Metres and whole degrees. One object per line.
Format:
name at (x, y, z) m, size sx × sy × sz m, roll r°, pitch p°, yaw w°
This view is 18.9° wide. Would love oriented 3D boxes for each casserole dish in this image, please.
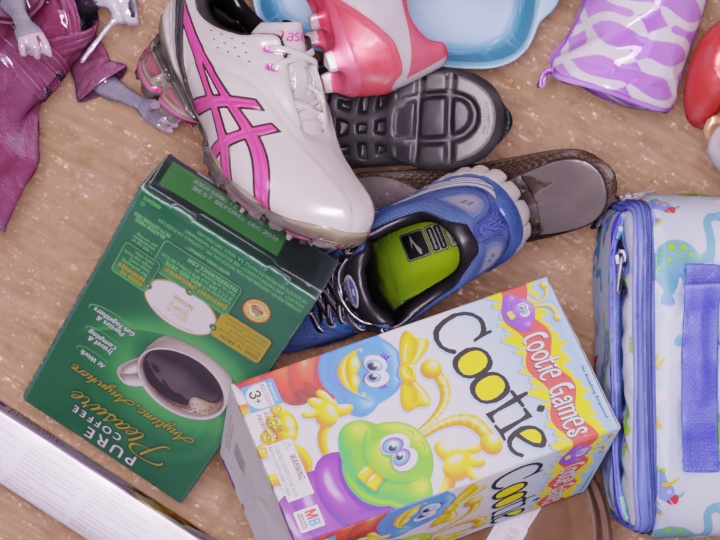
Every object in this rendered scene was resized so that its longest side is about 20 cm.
casserole dish at (0.024, -0.188, 1.325) m, size 0.198 × 0.039 × 0.122 m, roll 6°, pitch 93°, yaw 0°

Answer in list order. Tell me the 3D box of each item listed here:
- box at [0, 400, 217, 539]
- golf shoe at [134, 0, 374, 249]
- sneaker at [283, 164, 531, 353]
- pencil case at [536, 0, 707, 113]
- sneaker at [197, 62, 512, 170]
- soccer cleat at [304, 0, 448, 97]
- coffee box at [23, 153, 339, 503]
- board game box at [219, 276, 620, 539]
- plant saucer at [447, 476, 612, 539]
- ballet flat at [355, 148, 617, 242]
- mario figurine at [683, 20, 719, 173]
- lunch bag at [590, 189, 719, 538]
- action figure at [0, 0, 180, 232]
box at (-0.164, 0.142, 1.335) m, size 0.199 × 0.039 × 0.042 m, roll 32°, pitch 90°, yaw -2°
golf shoe at (-0.054, -0.095, 1.231) m, size 0.200 × 0.072 × 0.092 m, roll 48°, pitch 123°, yaw 29°
sneaker at (0.000, 0.000, 1.271) m, size 0.199 × 0.089 × 0.079 m, roll -26°, pitch 94°, yaw 32°
pencil case at (0.176, -0.195, 1.303) m, size 0.085 × 0.084 × 0.201 m, roll 17°, pitch 93°, yaw -3°
sneaker at (-0.003, -0.090, 1.315) m, size 0.199 × 0.079 × 0.076 m, roll 6°, pitch 98°, yaw 18°
soccer cleat at (-0.011, -0.196, 1.265) m, size 0.076 × 0.067 × 0.201 m, roll -13°, pitch 74°, yaw -14°
coffee box at (-0.110, 0.037, 1.277) m, size 0.123 × 0.044 × 0.200 m, roll 32°, pitch 129°, yaw -1°
board game box at (0.032, 0.099, 1.248) m, size 0.199 × 0.105 × 0.103 m, roll -19°, pitch 67°, yaw -15°
plant saucer at (0.057, 0.155, 1.297) m, size 0.199 × 0.030 × 0.201 m, roll 3°, pitch 62°, yaw -6°
ballet flat at (0.060, -0.040, 1.314) m, size 0.199 × 0.046 × 0.068 m, roll -11°, pitch 103°, yaw 21°
mario figurine at (0.272, -0.067, 1.296) m, size 0.106 × 0.123 × 0.201 m, roll -33°, pitch 97°, yaw 13°
lunch bag at (0.182, 0.053, 1.276) m, size 0.082 × 0.161 × 0.202 m, roll -1°, pitch 93°, yaw -1°
action figure at (-0.206, -0.121, 1.312) m, size 0.149 × 0.134 × 0.200 m, roll 32°, pitch 76°, yaw 40°
